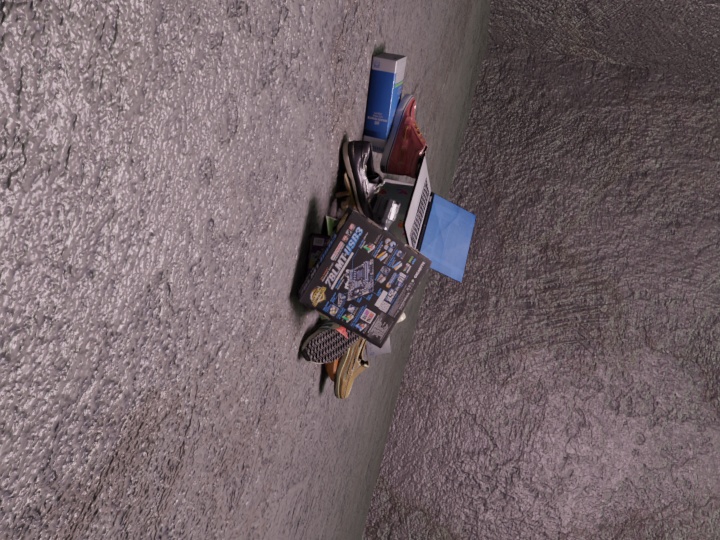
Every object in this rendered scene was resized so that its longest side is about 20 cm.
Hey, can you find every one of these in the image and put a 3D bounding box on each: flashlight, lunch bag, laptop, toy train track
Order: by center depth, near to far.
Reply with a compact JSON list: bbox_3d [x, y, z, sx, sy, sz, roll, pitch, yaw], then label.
[{"bbox_3d":[0.024,-0.050,1.255,0.067,0.067,0.204,14,97,-55],"label":"flashlight"},{"bbox_3d":[-0.020,-0.176,1.325,0.202,0.032,0.117,-70,148,-54],"label":"toy train track"},{"bbox_3d":[0.180,-0.112,1.355,0.201,0.113,0.191,69,33,-55],"label":"laptop"},{"bbox_3d":[0.068,-0.109,1.472,0.202,0.166,0.124,81,24,-54],"label":"lunch bag"}]

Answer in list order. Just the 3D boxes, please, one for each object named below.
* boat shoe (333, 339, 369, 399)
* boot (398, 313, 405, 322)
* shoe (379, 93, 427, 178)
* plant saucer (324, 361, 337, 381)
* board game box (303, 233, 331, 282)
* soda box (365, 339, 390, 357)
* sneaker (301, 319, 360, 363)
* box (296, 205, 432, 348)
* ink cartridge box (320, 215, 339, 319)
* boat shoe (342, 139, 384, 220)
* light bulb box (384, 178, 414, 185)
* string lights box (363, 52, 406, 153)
[{"bbox_3d":[-0.015,0.227,1.498,0.072,0.074,0.205,-45,146,-68],"label":"boat shoe"},{"bbox_3d":[0.020,0.092,1.428,0.075,0.198,0.109,-36,103,-41],"label":"boot"},{"bbox_3d":[0.115,-0.304,1.394,0.072,0.089,0.204,70,37,-69],"label":"shoe"},{"bbox_3d":[-0.049,0.180,1.558,0.200,0.037,0.205,14,89,-77],"label":"plant saucer"},{"bbox_3d":[-0.011,0.000,1.202,0.032,0.195,0.123,-146,-115,-69],"label":"board game box"},{"bbox_3d":[0.036,0.130,1.574,0.064,0.066,0.203,-106,-174,-48],"label":"soda box"},{"bbox_3d":[-0.069,0.152,1.355,0.198,0.092,0.072,-31,99,-43],"label":"sneaker"},{"bbox_3d":[0.008,0.016,1.171,0.203,0.196,0.050,-59,-160,4],"label":"box"},{"bbox_3d":[-0.060,-0.005,1.301,0.145,0.047,0.206,2,79,-78],"label":"ink cartridge box"},{"bbox_3d":[0.018,-0.182,1.292,0.074,0.061,0.203,-77,154,-49],"label":"boat shoe"},{"bbox_3d":[0.121,-0.146,1.786,0.198,0.122,0.205,-8,110,-77],"label":"light bulb box"},{"bbox_3d":[0.055,-0.380,1.391,0.103,0.058,0.205,-53,154,-62],"label":"string lights box"}]
